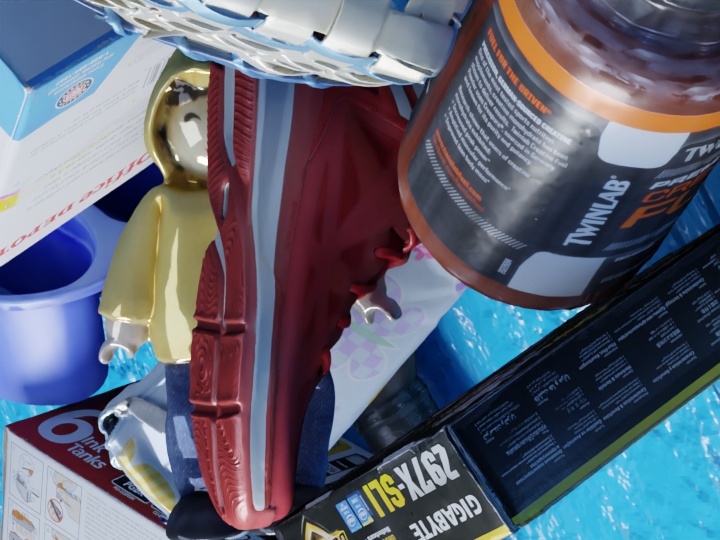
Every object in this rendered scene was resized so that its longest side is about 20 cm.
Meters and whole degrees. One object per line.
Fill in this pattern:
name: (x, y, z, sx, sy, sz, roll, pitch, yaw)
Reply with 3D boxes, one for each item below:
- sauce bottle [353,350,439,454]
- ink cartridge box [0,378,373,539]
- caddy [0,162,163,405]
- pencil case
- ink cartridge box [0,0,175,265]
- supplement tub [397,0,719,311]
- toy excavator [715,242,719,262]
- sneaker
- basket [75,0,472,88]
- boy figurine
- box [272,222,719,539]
sauce bottle: (-0.017, 0.013, 1.331, 0.200, 0.065, 0.065, 57, 149, -6)
ink cartridge box: (-0.045, 0.124, 1.394, 0.200, 0.175, 0.084, 27, 122, 38)
caddy: (-0.168, -0.026, 1.429, 0.200, 0.141, 0.105, 28, 145, 37)
pencil case: (-0.028, 0.024, 1.255, 0.091, 0.083, 0.200, 31, 117, -22)
ink cartridge box: (-0.154, -0.101, 1.281, 0.125, 0.128, 0.200, 48, 149, 10)
supplement tub: (0.086, -0.075, 1.009, 0.107, 0.107, 0.200, 48, 149, 12)
toy excavator: (0.229, 0.010, 0.937, 0.199, 0.195, 0.100, 16, 115, -5)
sneaker: (0.000, 0.000, 1.112, 0.078, 0.115, 0.201, -171, 85, -72)
basket: (-0.035, -0.141, 1.037, 0.200, 0.176, 0.140, 26, 99, 67)
boy figurine: (-0.046, 0.005, 1.171, 0.124, 0.064, 0.201, -2, 96, 8)
box: (0.078, 0.048, 1.096, 0.049, 0.200, 0.160, 57, 149, 0)
